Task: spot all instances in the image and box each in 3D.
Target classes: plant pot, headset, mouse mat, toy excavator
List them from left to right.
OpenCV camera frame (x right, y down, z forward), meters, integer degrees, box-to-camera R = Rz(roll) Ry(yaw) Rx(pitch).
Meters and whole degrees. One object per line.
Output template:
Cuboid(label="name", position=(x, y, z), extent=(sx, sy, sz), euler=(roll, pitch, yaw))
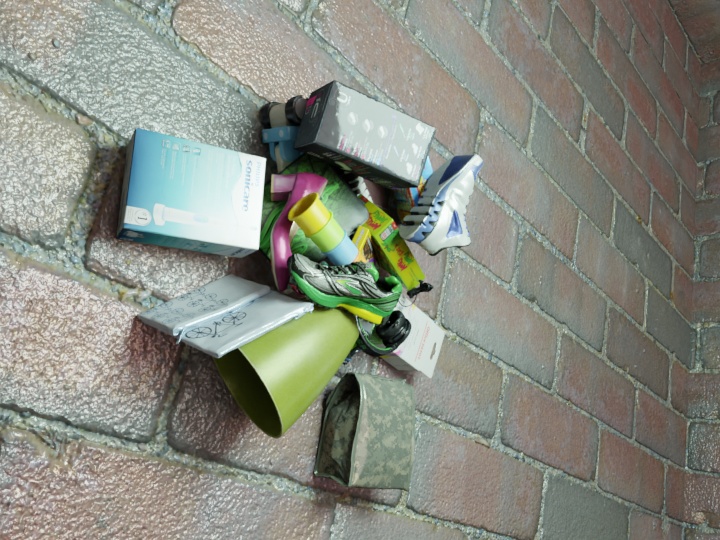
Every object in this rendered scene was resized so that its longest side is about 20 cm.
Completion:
Cuboid(label="toy excavator", position=(-0.124, -0.202, 1.073), extent=(0.193, 0.099, 0.203), euler=(-15, 104, -43))
Cuboid(label="plant pot", position=(-0.104, 0.126, 0.953), extent=(0.199, 0.186, 0.189), euler=(-33, 108, -30))
Cuboid(label="mouse mat", position=(-0.096, -0.096, 1.022), extent=(0.200, 0.008, 0.161), euler=(-43, 96, -20))
Cuboid(label="headset", position=(0.058, 0.076, 1.117), extent=(0.199, 0.093, 0.125), euler=(-32, 98, -50))

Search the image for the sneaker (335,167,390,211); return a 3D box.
Cuboid(label="sneaker", position=(0.001, -0.191, 1.210), extent=(0.116, 0.075, 0.201), euler=(-57, 133, -39))

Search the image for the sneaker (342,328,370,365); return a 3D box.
Cuboid(label="sneaker", position=(-0.065, 0.135, 1.080), extent=(0.198, 0.089, 0.080), euler=(-17, 96, -38))

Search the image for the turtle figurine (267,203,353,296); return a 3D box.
Cuboid(label="turtle figurine", position=(-0.100, -0.037, 1.066), extent=(0.149, 0.101, 0.202), euler=(31, 75, -3))

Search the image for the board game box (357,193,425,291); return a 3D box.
Cuboid(label="board game box", position=(0.050, -0.049, 1.162), extent=(0.048, 0.102, 0.200), euler=(-42, 140, -5))

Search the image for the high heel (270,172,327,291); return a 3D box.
Cuboid(label="high heel", position=(-0.098, -0.065, 0.978), extent=(0.094, 0.068, 0.203), euler=(0, 68, -8))

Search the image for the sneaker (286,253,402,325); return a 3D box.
Cuboid(label="sneaker", position=(-0.024, 0.012, 0.933), extent=(0.198, 0.086, 0.078), euler=(20, 26, -28))

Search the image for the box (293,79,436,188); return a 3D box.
Cuboid(label="box", position=(0.006, -0.221, 1.010), extent=(0.198, 0.122, 0.108), euler=(18, 88, -24))

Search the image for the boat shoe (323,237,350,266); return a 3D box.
Cuboid(label="boat shoe", position=(-0.046, -0.078, 1.144), extent=(0.073, 0.065, 0.203), euler=(-11, 92, -44))

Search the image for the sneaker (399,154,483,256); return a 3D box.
Cuboid(label="sneaker", position=(0.164, -0.106, 1.102), extent=(0.115, 0.080, 0.200), euler=(42, 79, -28))

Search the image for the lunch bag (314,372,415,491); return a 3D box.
Cuboid(label="lunch bag", position=(0.017, 0.293, 1.123), extent=(0.163, 0.117, 0.203), euler=(20, 76, -40))

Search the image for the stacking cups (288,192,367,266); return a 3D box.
Cuboid(label="stacking cups", position=(-0.036, -0.030, 0.970), extent=(0.201, 0.060, 0.061), euler=(53, 53, -28))

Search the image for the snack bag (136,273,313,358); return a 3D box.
Cuboid(label="snack bag", position=(-0.199, 0.060, 0.892), extent=(0.187, 0.198, 0.022), euler=(-25, 121, -43))

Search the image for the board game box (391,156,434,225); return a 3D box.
Cuboid(label="board game box", position=(0.097, -0.188, 1.214), extent=(0.055, 0.200, 0.199), euler=(-19, 100, -5))

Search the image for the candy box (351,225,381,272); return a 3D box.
Cuboid(label="candy box", position=(0.000, 0.000, 1.117), extent=(0.103, 0.026, 0.200), euler=(-64, 165, -12))

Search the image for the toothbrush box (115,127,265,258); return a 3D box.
Cuboid(label="toothbrush box", position=(-0.251, -0.110, 0.905), extent=(0.197, 0.085, 0.149), euler=(7, 79, -28))

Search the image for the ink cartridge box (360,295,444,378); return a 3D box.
Cuboid(label="ink cartridge box", position=(0.080, 0.129, 1.239), extent=(0.200, 0.067, 0.118), euler=(40, 59, -32))
